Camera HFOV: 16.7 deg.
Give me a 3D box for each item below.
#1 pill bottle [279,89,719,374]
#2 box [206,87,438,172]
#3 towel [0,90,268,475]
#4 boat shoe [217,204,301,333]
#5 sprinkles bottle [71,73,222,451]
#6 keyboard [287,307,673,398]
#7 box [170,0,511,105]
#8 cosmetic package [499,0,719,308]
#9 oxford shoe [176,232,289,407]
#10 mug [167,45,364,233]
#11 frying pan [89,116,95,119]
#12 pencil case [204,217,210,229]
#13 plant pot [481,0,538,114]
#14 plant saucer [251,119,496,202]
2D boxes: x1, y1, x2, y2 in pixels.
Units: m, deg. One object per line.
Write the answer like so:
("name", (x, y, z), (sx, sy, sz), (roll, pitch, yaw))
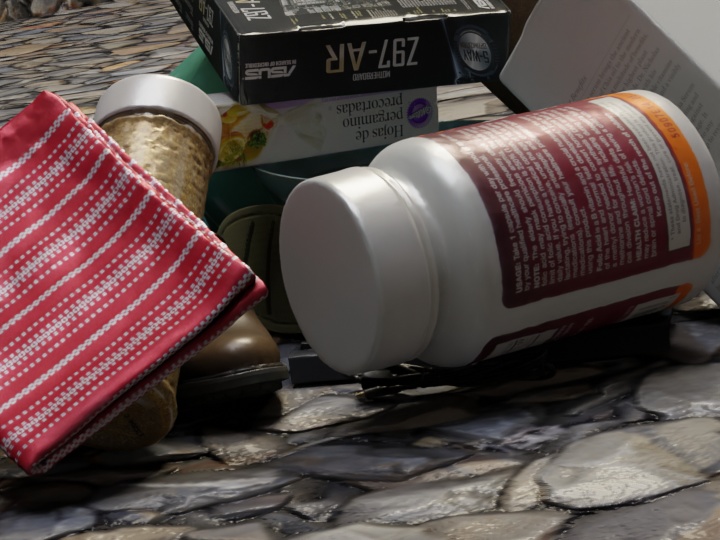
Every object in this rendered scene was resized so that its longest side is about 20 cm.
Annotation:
("pill bottle", (0.069, -0.017, 1.209), (0.200, 0.114, 0.114), (-14, 13, -29))
("box", (-0.049, -0.083, 1.385), (0.200, 0.039, 0.041), (-11, 16, -31))
("towel", (-0.152, 0.000, 1.181), (0.145, 0.023, 0.200), (-39, 47, -11))
("boat shoe", (0.000, 0.000, 1.390), (0.068, 0.075, 0.200), (-3, 8, -43))
("sprinkles bottle", (-0.114, -0.007, 1.233), (0.068, 0.068, 0.200), (-5, 49, 12))
("keyboard", (0.060, 0.039, 1.271), (0.200, 0.021, 0.127), (-6, 12, 10))
("box", (-0.020, -0.161, 1.435), (0.160, 0.044, 0.200), (-7, 29, -16))
("cosmetic package", (0.177, -0.080, 1.312), (0.071, 0.102, 0.200), (-19, 59, -43))
("oxford shoe", (-0.089, 0.023, 1.288), (0.073, 0.085, 0.200), (-9, 13, -17))
("mug", (-0.072, -0.083, 1.542), (0.114, 0.185, 0.152), (-43, 34, -4))
("frying pan", (-0.159, -0.012, 1.353), (0.031, 0.115, 0.190), (-7, 24, 39))
("pencil case", (-0.150, -0.019, 1.518), (0.092, 0.085, 0.200), (-48, 16, -2))
("plant pot", (0.151, -0.147, 1.507), (0.200, 0.187, 0.187), (21, -2, -27))
("plant saucer", (0.037, -0.057, 1.397), (0.200, 0.027, 0.200), (-3, 13, 1))
